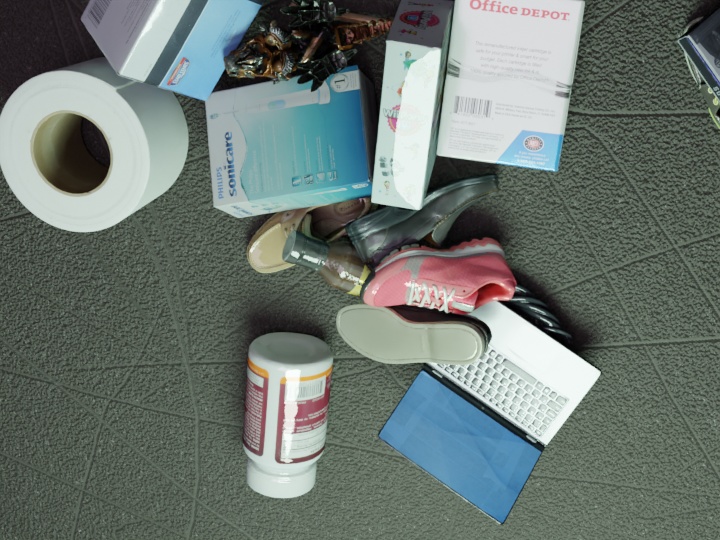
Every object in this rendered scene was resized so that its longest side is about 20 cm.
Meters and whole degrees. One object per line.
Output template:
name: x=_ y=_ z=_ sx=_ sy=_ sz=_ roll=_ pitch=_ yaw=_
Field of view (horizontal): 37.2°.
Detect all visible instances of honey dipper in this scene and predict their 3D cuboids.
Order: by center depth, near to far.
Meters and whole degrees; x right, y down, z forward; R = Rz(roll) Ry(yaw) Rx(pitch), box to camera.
honey dipper: x=0.010 y=-0.303 z=1.294 sx=0.200 sy=0.038 sz=0.038 roll=13 pitch=110 yaw=12

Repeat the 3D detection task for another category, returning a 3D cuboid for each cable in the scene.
cable: x=0.172 y=0.086 z=1.382 sx=0.200 sy=0.051 sz=0.163 roll=-9 pitch=101 yaw=18

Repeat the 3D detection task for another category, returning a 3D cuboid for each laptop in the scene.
laptop: x=0.160 y=0.163 z=1.316 sx=0.187 sy=0.116 sz=0.200 roll=34 pitch=110 yaw=5

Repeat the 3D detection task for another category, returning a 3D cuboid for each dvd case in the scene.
dvd case: x=0.459 y=-0.217 z=1.184 sx=0.150 sy=0.025 sz=0.200 roll=-40 pitch=98 yaw=-18

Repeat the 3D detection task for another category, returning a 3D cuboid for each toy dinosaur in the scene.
toy dinosaur: x=-0.059 y=-0.269 z=1.243 sx=0.200 sy=0.136 sz=0.102 roll=-36 pitch=101 yaw=-3

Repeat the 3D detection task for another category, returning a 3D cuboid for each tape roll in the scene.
tape roll: x=-0.336 y=-0.162 z=1.356 sx=0.202 sy=0.139 sz=0.203 roll=4 pitch=109 yaw=11

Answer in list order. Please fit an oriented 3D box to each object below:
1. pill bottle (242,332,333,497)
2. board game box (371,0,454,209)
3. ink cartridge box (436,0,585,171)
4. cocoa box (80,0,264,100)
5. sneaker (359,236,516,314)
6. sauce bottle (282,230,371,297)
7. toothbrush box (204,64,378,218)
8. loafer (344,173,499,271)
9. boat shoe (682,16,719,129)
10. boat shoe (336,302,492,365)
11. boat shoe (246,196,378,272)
pill bottle: x=-0.100 y=0.194 z=1.435 sx=0.114 sy=0.114 sz=0.200 roll=9 pitch=110 yaw=9
board game box: x=0.061 y=-0.194 z=1.229 sx=0.064 sy=0.148 sz=0.200 roll=9 pitch=124 yaw=5
ink cartridge box: x=0.175 y=-0.229 z=1.252 sx=0.146 sy=0.084 sz=0.200 roll=10 pitch=109 yaw=8
cocoa box: x=-0.209 y=-0.326 z=1.254 sx=0.200 sy=0.131 sz=0.133 roll=-55 pitch=51 yaw=21
sneaker: x=0.099 y=0.016 z=1.282 sx=0.200 sy=0.087 sz=0.074 roll=-12 pitch=139 yaw=-20
sauce bottle: x=0.000 y=0.000 z=1.341 sx=0.200 sy=0.065 sz=0.065 roll=21 pitch=113 yaw=-21
toothbrush box: x=-0.080 y=-0.154 z=1.305 sx=0.200 sy=0.085 sz=0.147 roll=-9 pitch=80 yaw=13
loafer: x=0.084 y=-0.062 z=1.313 sx=0.200 sy=0.073 sz=0.072 roll=-23 pitch=92 yaw=-3
boat shoe: x=0.432 y=-0.197 z=1.217 sx=0.072 sy=0.061 sz=0.201 roll=-30 pitch=98 yaw=30
boat shoe: x=0.067 y=0.075 z=1.320 sx=0.200 sy=0.063 sz=0.073 roll=7 pitch=107 yaw=27
boat shoe: x=-0.069 y=-0.055 z=1.373 sx=0.200 sy=0.065 sz=0.071 roll=-32 pitch=99 yaw=19
